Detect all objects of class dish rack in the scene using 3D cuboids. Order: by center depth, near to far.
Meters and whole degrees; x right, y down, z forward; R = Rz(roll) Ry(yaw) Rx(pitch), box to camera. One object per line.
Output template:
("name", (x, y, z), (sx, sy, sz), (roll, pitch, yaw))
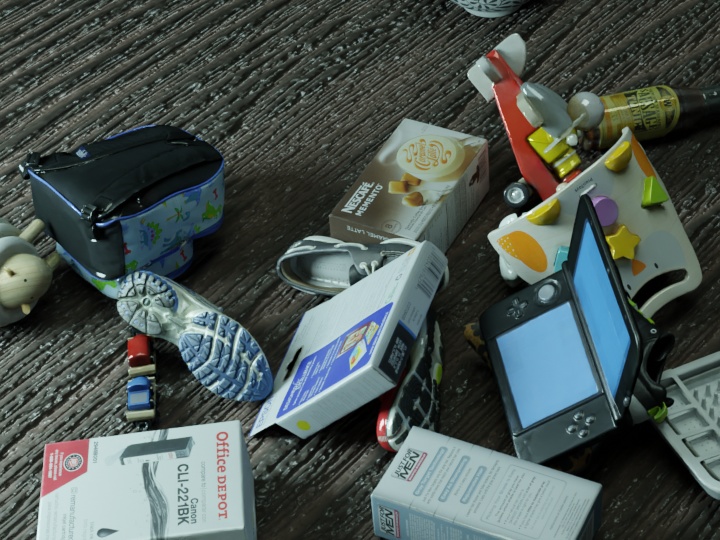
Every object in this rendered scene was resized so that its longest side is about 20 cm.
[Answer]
("dish rack", (0.392, 0.150, 1.618), (0.199, 0.044, 0.172), (-19, 42, -15))

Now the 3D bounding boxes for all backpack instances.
("backpack", (-0.259, -0.074, 1.869), (0.199, 0.148, 0.183), (-28, 44, -31))

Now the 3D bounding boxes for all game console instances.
("game console", (0.189, 0.060, 1.568), (0.175, 0.116, 0.201), (-27, 48, 17))

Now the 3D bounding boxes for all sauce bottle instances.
("sauce bottle", (0.364, -0.196, 1.999), (0.198, 0.066, 0.066), (-14, 41, -7))

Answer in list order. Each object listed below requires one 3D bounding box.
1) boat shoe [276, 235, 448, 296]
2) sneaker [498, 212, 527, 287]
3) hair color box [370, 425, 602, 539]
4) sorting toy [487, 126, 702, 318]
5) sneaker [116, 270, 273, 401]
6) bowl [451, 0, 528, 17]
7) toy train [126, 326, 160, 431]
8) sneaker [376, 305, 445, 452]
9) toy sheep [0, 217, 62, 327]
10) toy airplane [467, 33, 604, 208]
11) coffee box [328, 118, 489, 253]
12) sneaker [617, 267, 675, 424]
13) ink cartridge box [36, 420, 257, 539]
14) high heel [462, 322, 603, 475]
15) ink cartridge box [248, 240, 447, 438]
("boat shoe", (0.000, 0.000, 1.794), (0.199, 0.075, 0.060), (11, 21, 27))
("sneaker", (0.250, -0.009, 1.806), (0.198, 0.075, 0.082), (5, 64, 6))
("hair color box", (0.120, 0.228, 1.547), (0.199, 0.061, 0.099), (16, 45, 22))
("sorting toy", (0.274, -0.027, 1.741), (0.200, 0.181, 0.107), (-38, 6, -7))
("sneaker", (-0.164, 0.065, 1.747), (0.200, 0.077, 0.085), (38, 12, 15))
("bowl", (0.182, -0.413, 2.245), (0.199, 0.095, 0.202), (-4, 42, 3))
("toy train", (-0.235, 0.094, 1.752), (0.034, 0.046, 0.201), (-7, 41, -2))
("sneaker", (0.037, 0.120, 1.688), (0.084, 0.077, 0.201), (-13, 33, 21))
("toy sheep", (-0.425, -0.001, 1.825), (0.199, 0.139, 0.138), (6, 40, 36))
("toy airplane", (0.211, -0.182, 1.884), (0.140, 0.200, 0.201), (-18, 47, 12))
("coffee box", (0.059, -0.079, 1.889), (0.114, 0.080, 0.200), (17, 46, 23))
("sneaker", (0.278, 0.072, 1.633), (0.082, 0.072, 0.201), (-17, 52, 20))
("ink cartridge box", (-0.202, 0.233, 1.561), (0.198, 0.084, 0.145), (-6, 40, -1))
("high heel", (0.160, 0.128, 1.644), (0.199, 0.072, 0.142), (30, 45, 22))
("ink cartridge box", (-0.012, 0.081, 1.692), (0.200, 0.047, 0.198), (-35, 22, 41))
